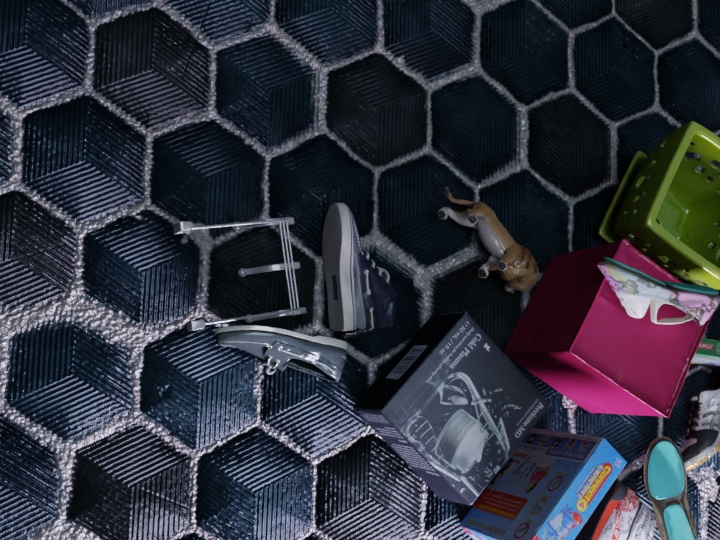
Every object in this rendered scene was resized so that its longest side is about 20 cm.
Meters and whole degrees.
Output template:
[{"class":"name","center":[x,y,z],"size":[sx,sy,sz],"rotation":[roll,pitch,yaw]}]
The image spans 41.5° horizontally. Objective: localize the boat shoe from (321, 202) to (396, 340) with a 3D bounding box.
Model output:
[{"class":"boat shoe","center":[0.000,0.000,1.411],"size":[0.092,0.075,0.202],"rotation":[-3,93,-27]}]

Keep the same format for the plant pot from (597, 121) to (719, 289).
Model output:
[{"class":"plant pot","center":[0.517,-0.092,1.543],"size":[0.198,0.181,0.201],"rotation":[33,74,-14]}]

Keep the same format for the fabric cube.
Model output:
[{"class":"fabric cube","center":[0.380,0.092,1.464],"size":[0.196,0.199,0.201],"rotation":[34,74,-12]}]

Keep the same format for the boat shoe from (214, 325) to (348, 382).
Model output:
[{"class":"boat shoe","center":[-0.111,0.118,1.351],"size":[0.199,0.073,0.062],"rotation":[11,77,-24]}]

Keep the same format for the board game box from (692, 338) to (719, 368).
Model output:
[{"class":"board game box","center":[0.564,0.135,1.560],"size":[0.199,0.134,0.029],"rotation":[10,81,-19]}]

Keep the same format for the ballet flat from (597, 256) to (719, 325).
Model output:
[{"class":"ballet flat","center":[0.420,0.039,1.350],"size":[0.199,0.069,0.072],"rotation":[15,99,-18]}]

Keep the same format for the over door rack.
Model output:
[{"class":"over door rack","center":[-0.174,0.001,1.335],"size":[0.199,0.066,0.149],"rotation":[-6,86,-41]}]

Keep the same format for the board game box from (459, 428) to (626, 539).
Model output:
[{"class":"board game box","center":[0.263,0.330,1.396],"size":[0.056,0.200,0.196],"rotation":[44,72,-12]}]

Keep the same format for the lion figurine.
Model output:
[{"class":"lion figurine","center":[0.205,-0.052,1.483],"size":[0.122,0.072,0.201],"rotation":[-24,85,-54]}]

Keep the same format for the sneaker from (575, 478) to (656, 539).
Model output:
[{"class":"sneaker","center":[0.391,0.440,1.500],"size":[0.108,0.067,0.202],"rotation":[40,70,-9]}]

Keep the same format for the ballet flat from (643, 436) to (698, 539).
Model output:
[{"class":"ballet flat","center":[0.500,0.369,1.549],"size":[0.070,0.071,0.201],"rotation":[-11,86,-21]}]

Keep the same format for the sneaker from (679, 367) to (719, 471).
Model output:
[{"class":"sneaker","center":[0.575,0.247,1.595],"size":[0.088,0.076,0.200],"rotation":[44,66,4]}]

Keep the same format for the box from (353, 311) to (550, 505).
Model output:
[{"class":"box","center":[0.134,0.200,1.406],"size":[0.197,0.124,0.200],"rotation":[47,72,-12]}]
